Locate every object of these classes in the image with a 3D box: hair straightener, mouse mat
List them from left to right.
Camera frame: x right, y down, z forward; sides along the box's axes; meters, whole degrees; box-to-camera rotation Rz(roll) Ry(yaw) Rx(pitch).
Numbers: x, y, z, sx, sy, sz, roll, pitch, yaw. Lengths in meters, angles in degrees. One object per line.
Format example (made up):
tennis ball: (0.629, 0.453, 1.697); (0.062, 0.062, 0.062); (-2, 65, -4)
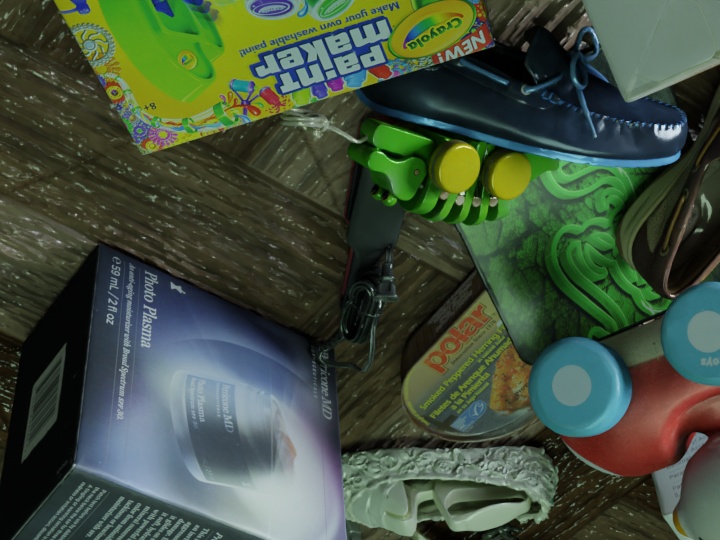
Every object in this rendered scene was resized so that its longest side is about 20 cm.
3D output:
hair straightener: (0.000, 0.000, 0.923); (0.041, 0.077, 0.201); (7, 132, -13)
mouse mat: (0.143, -0.039, 0.909); (0.160, 0.008, 0.200); (-24, 119, 10)

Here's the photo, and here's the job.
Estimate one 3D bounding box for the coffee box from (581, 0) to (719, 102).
coffee box: (0.179, -0.147, 0.715); (0.114, 0.200, 0.080); (-23, 92, 19)

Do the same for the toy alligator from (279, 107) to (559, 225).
toy alligator: (0.032, -0.057, 0.826); (0.199, 0.059, 0.055); (4, 107, -34)

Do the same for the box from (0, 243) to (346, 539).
box: (-0.121, 0.118, 0.942); (0.198, 0.201, 0.123); (26, 126, -26)

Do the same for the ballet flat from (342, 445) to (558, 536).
ballet flat: (0.056, 0.173, 1.095); (0.199, 0.072, 0.072); (-5, 133, 2)

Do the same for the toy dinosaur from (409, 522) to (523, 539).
toy dinosaur: (0.108, 0.249, 1.183); (0.088, 0.048, 0.200); (-25, 126, 27)

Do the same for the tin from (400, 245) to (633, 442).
tin: (0.107, 0.047, 1.001); (0.112, 0.042, 0.200); (23, 127, -28)

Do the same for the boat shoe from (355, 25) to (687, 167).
boat shoe: (0.097, -0.108, 0.821); (0.199, 0.084, 0.069); (10, 112, -6)

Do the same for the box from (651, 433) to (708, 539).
box: (0.335, 0.147, 1.044); (0.199, 0.131, 0.199); (-26, 129, 18)

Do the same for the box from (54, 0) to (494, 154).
box: (-0.056, -0.192, 0.714); (0.199, 0.122, 0.193); (-16, 133, 11)

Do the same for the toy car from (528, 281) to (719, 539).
toy car: (0.225, 0.126, 0.901); (0.176, 0.201, 0.184); (-24, 164, 21)

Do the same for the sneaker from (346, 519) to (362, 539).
sneaker: (-0.101, 0.221, 1.127); (0.199, 0.077, 0.081); (14, 140, -14)

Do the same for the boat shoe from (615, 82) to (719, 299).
boat shoe: (0.238, -0.066, 0.859); (0.072, 0.072, 0.200); (33, 106, -24)
